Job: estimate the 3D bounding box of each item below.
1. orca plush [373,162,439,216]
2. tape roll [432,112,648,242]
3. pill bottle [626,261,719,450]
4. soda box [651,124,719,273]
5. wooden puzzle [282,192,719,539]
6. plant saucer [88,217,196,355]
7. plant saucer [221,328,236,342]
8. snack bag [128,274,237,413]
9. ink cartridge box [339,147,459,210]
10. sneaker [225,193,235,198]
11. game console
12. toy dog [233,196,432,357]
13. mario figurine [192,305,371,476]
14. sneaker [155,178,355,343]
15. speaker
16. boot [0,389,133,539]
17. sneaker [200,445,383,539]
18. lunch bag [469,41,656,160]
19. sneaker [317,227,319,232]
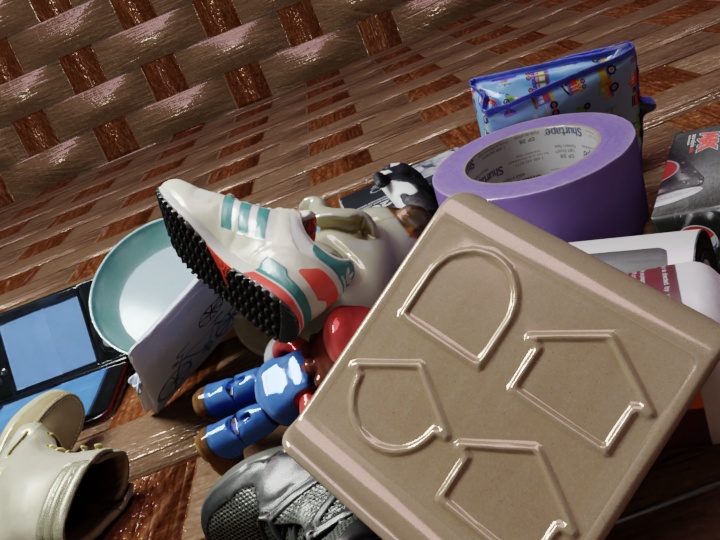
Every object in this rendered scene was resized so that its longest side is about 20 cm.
[{"bbox_3d":[0.073,-0.094,0.905,0.071,0.105,0.200,-45,14,10],"label":"orca plush"},{"bbox_3d":[0.176,-0.078,0.761,0.198,0.086,0.200,-16,26,8],"label":"tape roll"},{"bbox_3d":[0.174,0.058,0.492,0.198,0.114,0.113,-14,23,23],"label":"pill bottle"},{"bbox_3d":[0.322,-0.070,0.717,0.070,0.064,0.200,-8,25,32],"label":"soda box"},{"bbox_3d":[0.077,0.073,0.445,0.185,0.046,0.201,33,82,31],"label":"wooden puzzle"},{"bbox_3d":[-0.223,0.023,0.923,0.198,0.036,0.202,-5,56,7],"label":"plant saucer"},{"bbox_3d":[-0.179,0.035,0.999,0.198,0.038,0.201,-20,22,8],"label":"plant saucer"},{"bbox_3d":[-0.159,0.046,0.760,0.189,0.021,0.200,-50,-9,-22],"label":"snack bag"},{"bbox_3d":[0.076,-0.094,1.045,0.197,0.044,0.200,-23,23,-1],"label":"ink cartridge box"},{"bbox_3d":[-0.205,-0.030,1.044,0.200,0.080,0.071,-27,17,52],"label":"sneaker"},{"bbox_3d":[-0.385,0.115,0.914,0.198,0.174,0.119,-20,-5,6],"label":"game console"},{"bbox_3d":[0.000,0.000,0.763,0.193,0.141,0.200,23,38,24],"label":"toy dog"},{"bbox_3d":[-0.037,0.105,0.643,0.199,0.124,0.106,-27,-6,18],"label":"mario figurine"},{"bbox_3d":[-0.089,-0.025,0.648,0.093,0.071,0.199,-34,54,-28],"label":"sneaker"},{"bbox_3d":[0.180,0.016,0.631,0.199,0.082,0.081,-5,27,37],"label":"speaker"},{"bbox_3d":[-0.272,0.179,0.707,0.153,0.073,0.201,-14,28,22],"label":"boot"},{"bbox_3d":[-0.030,0.168,0.485,0.197,0.077,0.114,-8,19,21],"label":"sneaker"},{"bbox_3d":[0.243,-0.166,0.890,0.198,0.151,0.094,-16,36,7],"label":"lunch bag"},{"bbox_3d":[-0.032,-0.016,0.938,0.080,0.077,0.200,-16,28,-3],"label":"sneaker"}]
